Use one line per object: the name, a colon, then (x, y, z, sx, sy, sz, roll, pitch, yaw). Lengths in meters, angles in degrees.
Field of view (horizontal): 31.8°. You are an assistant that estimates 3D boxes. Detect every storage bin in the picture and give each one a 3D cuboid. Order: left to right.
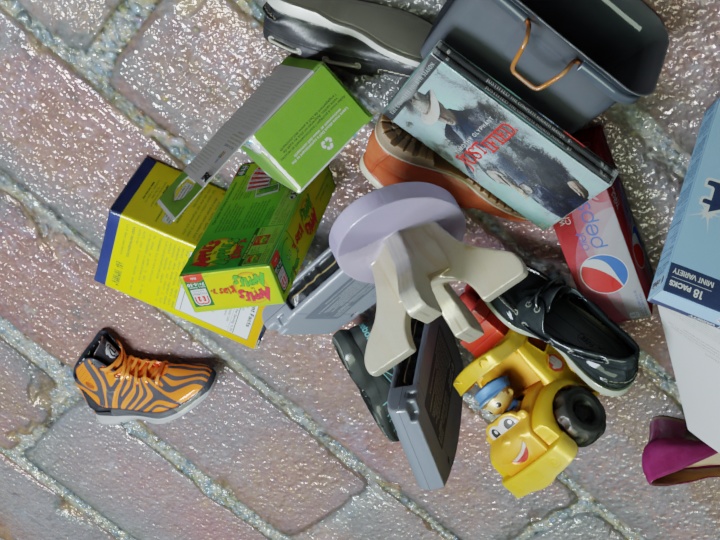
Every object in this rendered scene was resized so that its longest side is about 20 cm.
storage bin: (0.155, -0.202, 1.145, 0.199, 0.146, 0.134, 35, 138, -10)

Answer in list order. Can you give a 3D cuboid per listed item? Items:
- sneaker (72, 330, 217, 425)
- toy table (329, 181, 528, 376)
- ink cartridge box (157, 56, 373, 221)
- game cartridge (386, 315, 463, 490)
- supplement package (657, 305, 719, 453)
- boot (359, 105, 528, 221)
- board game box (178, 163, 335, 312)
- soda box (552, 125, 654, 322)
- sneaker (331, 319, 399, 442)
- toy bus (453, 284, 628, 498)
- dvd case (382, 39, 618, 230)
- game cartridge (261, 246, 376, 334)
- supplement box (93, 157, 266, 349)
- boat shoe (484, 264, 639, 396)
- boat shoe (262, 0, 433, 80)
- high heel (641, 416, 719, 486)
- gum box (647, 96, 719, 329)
sneaker: (-0.279, 0.129, 1.567, 0.198, 0.078, 0.113, -14, 122, 26)
toy table: (0.058, 0.005, 1.226, 0.183, 0.199, 0.118, -40, 66, 24)
ink cartridge box: (-0.098, -0.108, 1.224, 0.076, 0.148, 0.200, 44, 87, -19)
game cartridge: (0.075, 0.134, 1.380, 0.041, 0.201, 0.134, -7, 124, 16)
supplement package: (0.391, 0.085, 1.269, 0.120, 0.120, 0.201, -30, 122, -14)
boot: (0.095, -0.096, 1.292, 0.198, 0.076, 0.107, 25, 149, -9)
board game box: (-0.102, -0.041, 1.299, 0.100, 0.201, 0.048, -7, 125, 22)
soda box: (0.239, -0.042, 1.283, 0.069, 0.064, 0.201, -12, 123, 25)
sneaker: (0.034, 0.128, 1.470, 0.079, 0.076, 0.201, -30, 138, -5)
toy bus: (0.166, 0.105, 1.334, 0.191, 0.201, 0.136, 38, 138, -6)
dvd case: (0.125, -0.120, 1.172, 0.199, 0.022, 0.146, 37, 158, -6)
game cartridge: (0.000, 0.000, 1.347, 0.200, 0.133, 0.041, -40, 64, 25)
supplement box: (-0.176, -0.019, 1.400, 0.198, 0.110, 0.109, 23, 130, -1)
boat shoe: (0.201, 0.043, 1.276, 0.199, 0.074, 0.066, 45, 154, 18)
boat shoe: (-0.002, -0.218, 1.215, 0.198, 0.074, 0.061, 19, 132, 4)
high heel: (0.414, 0.223, 1.410, 0.197, 0.097, 0.068, 6, 129, 13)
gum box: (0.375, -0.036, 1.163, 0.168, 0.202, 0.045, 22, 165, 0)
